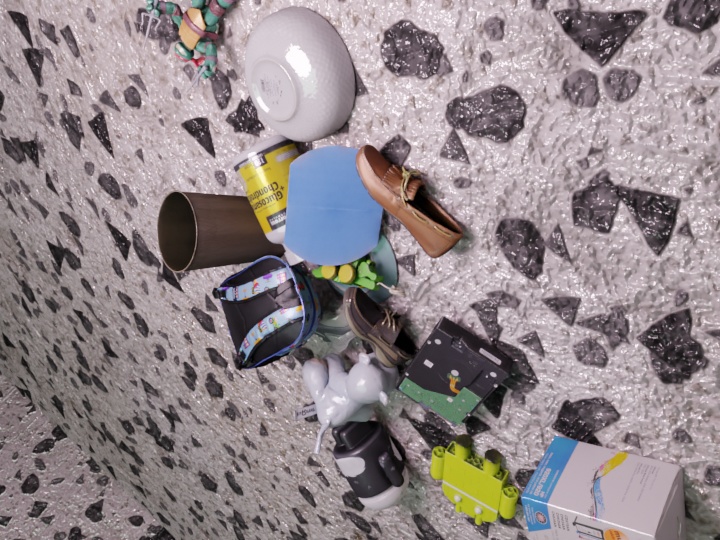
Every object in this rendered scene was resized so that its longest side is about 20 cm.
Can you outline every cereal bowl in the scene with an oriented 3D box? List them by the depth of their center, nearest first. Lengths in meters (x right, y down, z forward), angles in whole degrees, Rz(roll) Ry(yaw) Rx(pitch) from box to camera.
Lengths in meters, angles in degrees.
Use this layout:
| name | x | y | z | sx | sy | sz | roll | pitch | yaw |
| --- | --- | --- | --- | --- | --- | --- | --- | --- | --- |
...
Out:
| name | x | y | z | sx | sy | sz | roll | pitch | yaw |
| --- | --- | --- | --- | --- | --- | --- | --- | --- | --- |
| cereal bowl | -0.107 | -0.288 | 1.003 | 0.198 | 0.083 | 0.203 | 24 | 133 | 27 |

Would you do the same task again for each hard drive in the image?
| name | x | y | z | sx | sy | sz | roll | pitch | yaw |
| --- | --- | --- | --- | --- | --- | --- | --- | --- | --- |
| hard drive | 0.154 | 0.178 | 1.121 | 0.138 | 0.038 | 0.201 | 32 | 136 | 6 |

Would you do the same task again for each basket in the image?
| name | x | y | z | sx | sy | sz | roll | pitch | yaw |
| --- | --- | --- | --- | --- | --- | --- | --- | --- | --- |
| basket | -0.237 | -0.071 | 1.171 | 0.179 | 0.197 | 0.139 | -3 | 91 | 52 |

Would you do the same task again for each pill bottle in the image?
| name | x | y | z | sx | sy | sz | roll | pitch | yaw |
| --- | --- | --- | --- | --- | --- | --- | --- | --- | --- |
| pill bottle | -0.127 | -0.118 | 1.111 | 0.111 | 0.111 | 0.203 | -17 | 101 | 47 |

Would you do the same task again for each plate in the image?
| name | x | y | z | sx | sy | sz | roll | pitch | yaw |
| --- | --- | --- | --- | --- | --- | --- | --- | --- | --- |
| plate | -0.021 | -0.022 | 1.163 | 0.198 | 0.026 | 0.203 | 23 | 131 | 29 |

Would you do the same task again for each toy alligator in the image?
| name | x | y | z | sx | sy | sz | roll | pitch | yaw |
| --- | --- | --- | --- | --- | --- | --- | --- | --- | --- |
| toy alligator | 0.000 | 0.000 | 1.104 | 0.197 | 0.059 | 0.055 | 11 | 86 | 37 |

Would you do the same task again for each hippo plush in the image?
| name | x | y | z | sx | sy | sz | roll | pitch | yaw |
| --- | --- | --- | --- | --- | --- | --- | --- | --- | --- |
| hippo plush | -0.021 | 0.204 | 1.226 | 0.161 | 0.199 | 0.161 | -43 | 75 | 32 |

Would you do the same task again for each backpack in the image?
| name | x | y | z | sx | sy | sz | roll | pitch | yaw |
| --- | --- | --- | --- | --- | --- | --- | --- | --- | --- |
| backpack | -0.152 | 0.066 | 1.197 | 0.198 | 0.133 | 0.186 | -29 | 76 | 36 |

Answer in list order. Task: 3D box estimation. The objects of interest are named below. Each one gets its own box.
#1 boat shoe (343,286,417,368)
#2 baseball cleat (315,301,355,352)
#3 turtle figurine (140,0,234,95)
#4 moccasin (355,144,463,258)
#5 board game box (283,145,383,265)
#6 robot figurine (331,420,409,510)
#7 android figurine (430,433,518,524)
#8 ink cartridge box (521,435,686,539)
| name | x | y | z | sx | sy | sz | roll | pitch | yaw |
| --- | --- | --- | --- | --- | --- | --- | --- | --- | --- |
| boat shoe | 0.039 | 0.093 | 1.142 | 0.072 | 0.075 | 0.201 | -15 | 135 | 26 |
| baseball cleat | -0.083 | 0.114 | 1.287 | 0.198 | 0.070 | 0.108 | -3 | 121 | 47 |
| turtle figurine | -0.273 | -0.398 | 1.063 | 0.149 | 0.101 | 0.201 | 36 | 124 | -6 |
| moccasin | 0.072 | -0.111 | 0.976 | 0.202 | 0.073 | 0.078 | 50 | 131 | 5 |
| board game box | -0.042 | -0.107 | 1.054 | 0.155 | 0.039 | 0.203 | 2 | 117 | -12 |
| robot figurine | 0.021 | 0.393 | 1.357 | 0.123 | 0.150 | 0.202 | -27 | 101 | 12 |
| android figurine | 0.215 | 0.405 | 1.249 | 0.180 | 0.041 | 0.203 | 24 | 131 | 28 |
| ink cartridge box | 0.373 | 0.374 | 0.997 | 0.197 | 0.144 | 0.150 | 4 | 121 | 40 |
